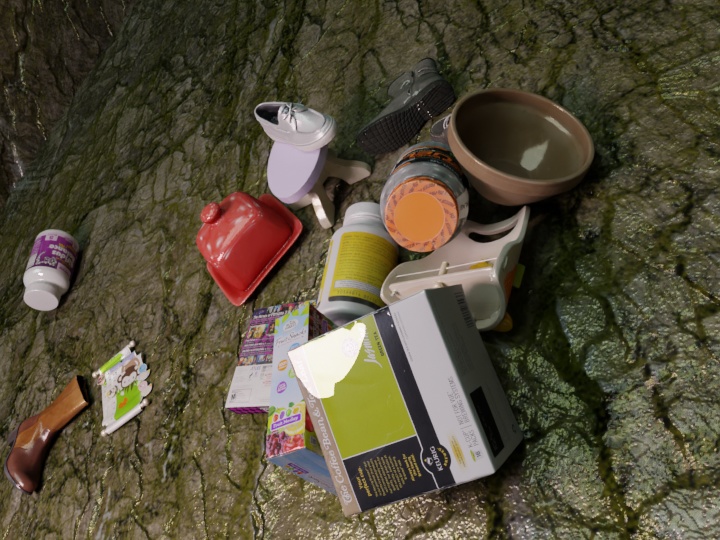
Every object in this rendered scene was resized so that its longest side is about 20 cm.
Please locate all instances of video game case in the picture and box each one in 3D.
[{"bbox_3d":[-0.117,0.137,1.070,0.198,0.036,0.183,-11,54,36],"label":"video game case"}]

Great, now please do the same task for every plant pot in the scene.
[{"bbox_3d":[0.212,-0.157,0.925,0.198,0.093,0.203,4,49,-5],"label":"plant pot"}]

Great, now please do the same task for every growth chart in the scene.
[{"bbox_3d":[-0.478,0.232,1.337,0.144,0.018,0.201,-42,42,8],"label":"growth chart"}]

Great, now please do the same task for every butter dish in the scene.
[{"bbox_3d":[-0.238,-0.072,1.252,0.200,0.148,0.199,-49,41,0],"label":"butter dish"}]

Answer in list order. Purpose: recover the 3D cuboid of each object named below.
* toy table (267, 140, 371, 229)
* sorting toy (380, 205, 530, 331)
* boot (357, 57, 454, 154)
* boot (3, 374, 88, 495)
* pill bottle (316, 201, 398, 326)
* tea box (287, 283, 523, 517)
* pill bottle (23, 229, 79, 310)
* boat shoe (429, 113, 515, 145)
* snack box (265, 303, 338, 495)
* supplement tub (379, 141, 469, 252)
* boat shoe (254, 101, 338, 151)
[{"bbox_3d":[-0.085,-0.183,1.222,0.182,0.117,0.202,-11,54,35],"label":"toy table"},{"bbox_3d":[0.156,-0.013,0.902,0.199,0.107,0.181,-11,41,48],"label":"sorting toy"},{"bbox_3d":[0.073,-0.300,1.220,0.199,0.068,0.131,-33,38,8],"label":"boot"},{"bbox_3d":[-0.635,0.339,1.381,0.199,0.069,0.188,-40,34,1],"label":"boot"},{"bbox_3d":[0.000,0.000,1.012,0.110,0.111,0.202,-13,53,34],"label":"pill bottle"},{"bbox_3d":[0.052,0.146,0.775,0.195,0.133,0.202,-24,81,25],"label":"tea box"},{"bbox_3d":[-0.807,0.000,1.733,0.111,0.112,0.202,-27,46,23],"label":"pill bottle"},{"bbox_3d":[0.181,-0.235,1.068,0.199,0.057,0.067,16,71,47],"label":"boat shoe"},{"bbox_3d":[-0.043,0.174,0.876,0.067,0.169,0.202,-23,46,26],"label":"snack box"},{"bbox_3d":[0.093,-0.105,0.943,0.122,0.123,0.200,-31,14,19],"label":"supplement tub"},{"bbox_3d":[-0.118,-0.264,1.170,0.199,0.068,0.072,29,82,47],"label":"boat shoe"}]
